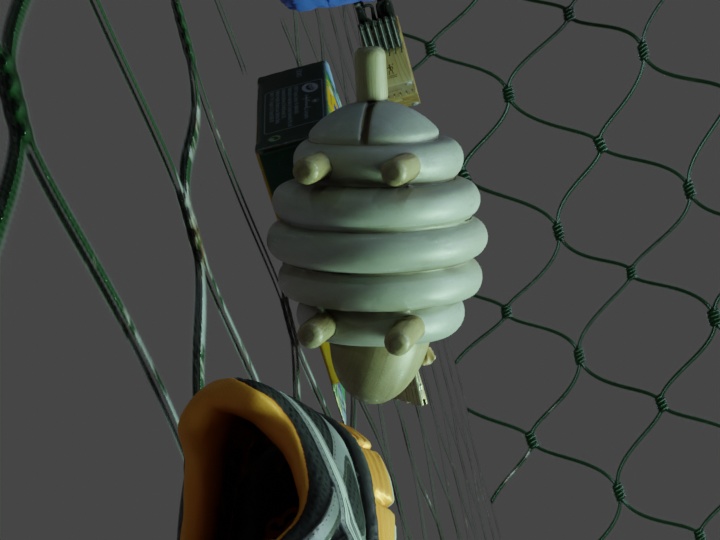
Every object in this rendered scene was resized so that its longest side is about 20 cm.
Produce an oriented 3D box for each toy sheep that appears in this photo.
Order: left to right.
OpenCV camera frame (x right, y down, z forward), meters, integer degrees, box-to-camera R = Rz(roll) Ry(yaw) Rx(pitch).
[{"bbox_3d":[0.009,-0.024,0.977,0.138,0.137,0.201,-79,172,-79],"label":"toy sheep"}]

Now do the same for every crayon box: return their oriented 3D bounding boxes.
[{"bbox_3d":[-0.016,-0.019,1.125,0.126,0.051,0.201,-95,170,-63],"label":"crayon box"}]

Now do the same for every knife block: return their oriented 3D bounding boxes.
[{"bbox_3d":[0.037,-0.355,2.712,0.200,0.064,0.177,54,23,-77],"label":"knife block"}]

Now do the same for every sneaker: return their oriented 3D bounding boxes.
[{"bbox_3d":[-0.023,0.121,0.538,0.077,0.078,0.201,49,19,-48],"label":"sneaker"}]

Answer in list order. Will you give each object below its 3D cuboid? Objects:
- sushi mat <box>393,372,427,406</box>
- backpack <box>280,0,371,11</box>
[{"bbox_3d":[0.000,0.000,1.252,0.096,0.012,0.201,3,-70,63],"label":"sushi mat"},{"bbox_3d":[-0.022,-0.249,1.056,0.201,0.167,0.163,-93,166,-49],"label":"backpack"}]
